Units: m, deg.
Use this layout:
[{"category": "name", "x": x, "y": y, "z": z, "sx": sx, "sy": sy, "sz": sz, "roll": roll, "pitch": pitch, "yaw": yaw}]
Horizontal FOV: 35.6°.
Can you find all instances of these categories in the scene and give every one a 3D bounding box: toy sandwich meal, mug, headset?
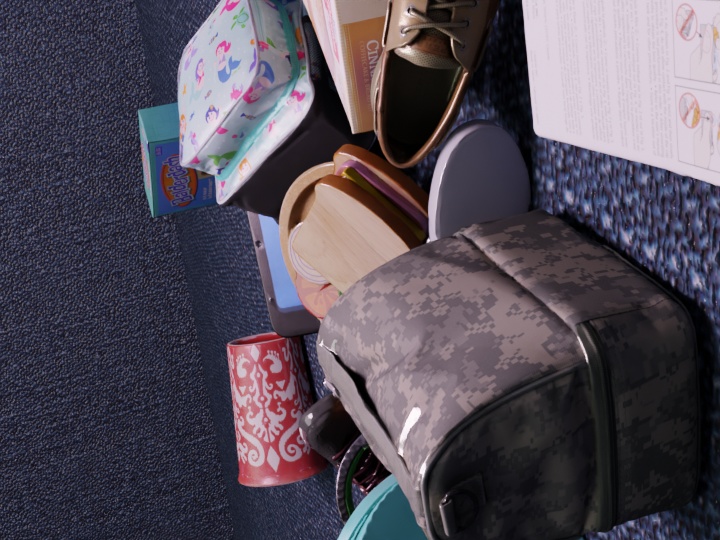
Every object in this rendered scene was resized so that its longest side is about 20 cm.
[{"category": "toy sandwich meal", "x": 0.000, "y": 0.000, "z": 0.921, "sx": 0.203, "sy": 0.070, "sz": 0.207, "roll": 20, "pitch": 129, "yaw": 27}, {"category": "mug", "x": -0.134, "y": 0.196, "z": 1.650, "sx": 0.177, "sy": 0.132, "sz": 0.203, "roll": -172, "pitch": 72, "yaw": -73}, {"category": "headset", "x": 0.065, "y": 0.222, "z": 0.968, "sx": 0.201, "sy": 0.123, "sz": 0.094, "roll": 54, "pitch": -176, "yaw": 16}]

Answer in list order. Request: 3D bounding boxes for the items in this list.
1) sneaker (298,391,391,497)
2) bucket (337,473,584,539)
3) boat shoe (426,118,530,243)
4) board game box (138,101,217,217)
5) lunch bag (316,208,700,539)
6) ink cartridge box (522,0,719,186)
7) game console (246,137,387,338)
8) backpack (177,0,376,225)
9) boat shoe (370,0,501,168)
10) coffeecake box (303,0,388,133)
[{"category": "sneaker", "x": 0.015, "y": 0.200, "z": 1.148, "sx": 0.116, "sy": 0.075, "sz": 0.200, "roll": 51, "pitch": -179, "yaw": 33}, {"category": "bucket", "x": 0.065, "y": 0.241, "z": 0.806, "sx": 0.135, "sy": 0.205, "sz": 0.209, "roll": 116, "pitch": 139, "yaw": -57}, {"category": "boat shoe", "x": 0.076, "y": -0.021, "z": 0.782, "sx": 0.068, "sy": 0.071, "sz": 0.202, "roll": -125, "pitch": 18, "yaw": -50}, {"category": "board game box", "x": -0.136, "y": -0.133, "z": 1.215, "sx": 0.153, "sy": 0.197, "sz": 0.045, "roll": 107, "pitch": 146, "yaw": -61}, {"category": "lunch bag", "x": 0.076, "y": 0.064, "z": 0.650, "sx": 0.200, "sy": 0.166, "sz": 0.141, "roll": -129, "pitch": 29, "yaw": -60}, {"category": "ink cartridge box", "x": 0.138, "y": -0.128, "z": 0.503, "sx": 0.200, "sy": 0.056, "sz": 0.165, "roll": 28, "pitch": 130, "yaw": 60}, {"category": "game console", "x": -0.034, "y": -0.036, "z": 1.080, "sx": 0.176, "sy": 0.115, "sz": 0.203, "roll": -171, "pitch": 68, "yaw": -75}, {"category": "backpack", "x": -0.076, "y": -0.165, "z": 0.996, "sx": 0.177, "sy": 0.149, "sz": 0.202, "roll": -41, "pitch": 38, "yaw": 39}, {"category": "boat shoe", "x": 0.049, "y": -0.149, "z": 0.681, "sx": 0.074, "sy": 0.075, "sz": 0.202, "roll": -79, "pitch": 0, "yaw": -49}, {"category": "coffeecake box", "x": -0.002, "y": -0.221, "z": 0.804, "sx": 0.201, "sy": 0.072, "sz": 0.155, "roll": -109, "pitch": 8, "yaw": -48}]
